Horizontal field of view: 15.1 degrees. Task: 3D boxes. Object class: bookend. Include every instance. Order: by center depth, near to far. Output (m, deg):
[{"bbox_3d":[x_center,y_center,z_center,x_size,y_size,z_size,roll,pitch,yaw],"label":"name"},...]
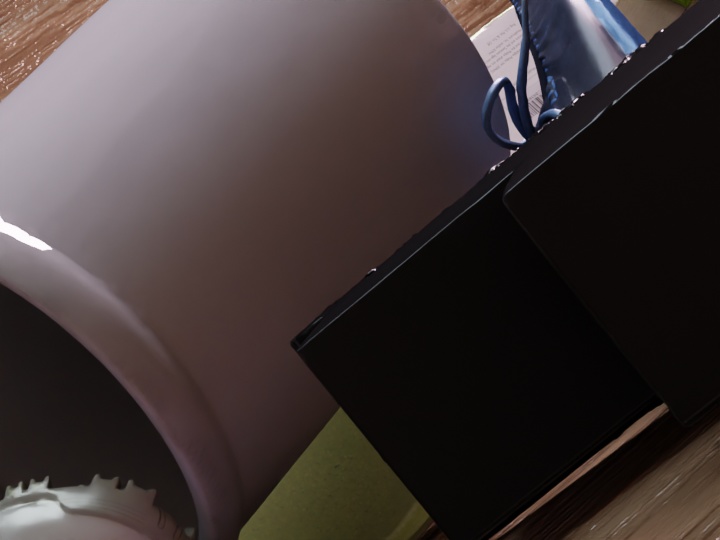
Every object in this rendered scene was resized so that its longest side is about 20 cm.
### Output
[{"bbox_3d":[0.071,0.006,0.754,0.198,0.092,0.200,-39,2,8],"label":"bookend"}]

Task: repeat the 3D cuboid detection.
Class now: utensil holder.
[{"bbox_3d":[-0.063,-0.010,0.968,0.200,0.170,0.170,-49,7,-33],"label":"utensil holder"}]

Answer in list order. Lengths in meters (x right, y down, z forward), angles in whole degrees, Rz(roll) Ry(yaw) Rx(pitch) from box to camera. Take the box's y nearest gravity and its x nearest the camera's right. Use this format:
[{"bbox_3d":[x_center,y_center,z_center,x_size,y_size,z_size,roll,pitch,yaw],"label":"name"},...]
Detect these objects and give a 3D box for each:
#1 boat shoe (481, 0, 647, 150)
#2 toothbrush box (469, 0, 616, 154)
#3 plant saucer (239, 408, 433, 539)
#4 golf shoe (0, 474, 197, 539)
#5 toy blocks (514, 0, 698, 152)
[{"bbox_3d":[0.081,-0.044,0.932,0.069,0.084,0.200,-40,31,12],"label":"boat shoe"},{"bbox_3d":[0.078,-0.037,1.265,0.145,0.086,0.200,-38,-18,-32],"label":"toothbrush box"},{"bbox_3d":[-0.050,0.057,1.043,0.200,0.200,0.031,-38,-33,-19],"label":"plant saucer"},{"bbox_3d":[-0.134,0.144,0.897,0.200,0.078,0.098,-33,32,26],"label":"golf shoe"},{"bbox_3d":[0.113,-0.039,1.091,0.137,0.100,0.200,-56,-20,-11],"label":"toy blocks"}]
